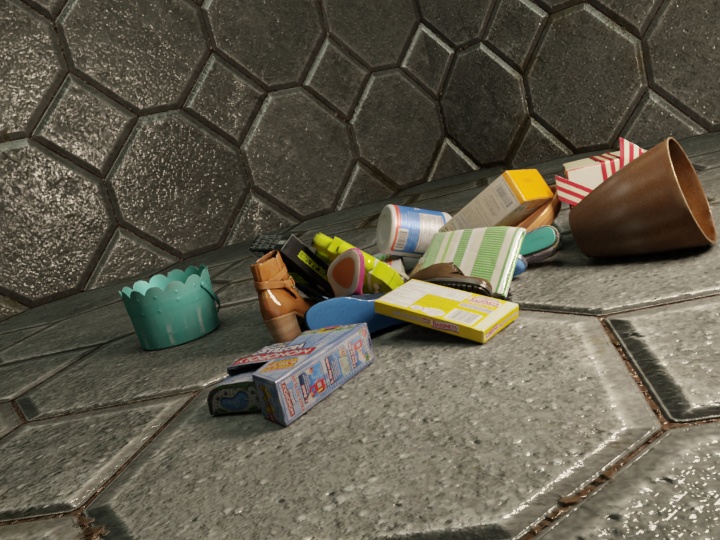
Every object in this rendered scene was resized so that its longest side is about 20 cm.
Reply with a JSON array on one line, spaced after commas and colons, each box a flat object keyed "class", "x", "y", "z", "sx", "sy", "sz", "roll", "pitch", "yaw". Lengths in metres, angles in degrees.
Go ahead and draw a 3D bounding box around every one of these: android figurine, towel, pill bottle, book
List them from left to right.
[{"class": "android figurine", "x": 0.000, "y": 0.000, "z": 1.224, "sx": 0.041, "sy": 0.199, "sz": 0.182, "roll": -57, "pitch": -8, "yaw": -14}, {"class": "book", "x": 0.033, "y": 0.008, "z": 1.471, "sx": 0.133, "sy": 0.048, "sz": 0.200, "roll": -15, "pitch": 14, "yaw": 6}, {"class": "pill bottle", "x": 0.145, "y": -0.081, "z": 1.472, "sx": 0.199, "sy": 0.113, "sz": 0.112, "roll": 7, "pitch": 4, "yaw": -18}, {"class": "towel", "x": 0.193, "y": -0.012, "z": 1.177, "sx": 0.199, "sy": 0.023, "sz": 0.153, "roll": -4, "pitch": 54, "yaw": 45}]

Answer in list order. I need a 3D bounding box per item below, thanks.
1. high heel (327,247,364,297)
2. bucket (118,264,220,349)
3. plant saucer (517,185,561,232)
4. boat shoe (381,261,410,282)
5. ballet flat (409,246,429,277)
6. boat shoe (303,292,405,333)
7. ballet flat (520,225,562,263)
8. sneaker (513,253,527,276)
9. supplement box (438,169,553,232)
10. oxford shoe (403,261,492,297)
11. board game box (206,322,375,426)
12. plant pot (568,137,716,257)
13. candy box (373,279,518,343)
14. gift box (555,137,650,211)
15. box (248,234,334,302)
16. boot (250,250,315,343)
[{"class": "high heel", "x": -0.008, "y": 0.020, "z": 1.157, "sx": 0.067, "sy": 0.201, "sz": 0.096, "roll": 39, "pitch": 49, "yaw": 24}, {"class": "bucket", "x": -0.411, "y": 0.079, "z": 1.434, "sx": 0.206, "sy": 0.136, "sz": 0.207, "roll": -13, "pitch": 11, "yaw": 3}, {"class": "plant saucer", "x": 0.349, "y": -0.095, "z": 1.371, "sx": 0.200, "sy": 0.037, "sz": 0.200, "roll": -46, "pitch": 6, "yaw": 6}, {"class": "boat shoe", "x": 0.019, "y": 0.013, "z": 1.341, "sx": 0.199, "sy": 0.063, "sz": 0.073, "roll": 19, "pitch": -13, "yaw": 34}, {"class": "ballet flat", "x": 0.174, "y": -0.029, "z": 1.394, "sx": 0.199, "sy": 0.066, "sz": 0.070, "roll": -22, "pitch": 11, "yaw": -34}, {"class": "boat shoe", "x": -0.001, "y": 0.080, "z": 1.089, "sx": 0.199, "sy": 0.085, "sz": 0.069, "roll": -1, "pitch": -2, "yaw": -21}, {"class": "ballet flat", "x": 0.297, "y": -0.031, "z": 1.269, "sx": 0.199, "sy": 0.072, "sz": 0.072, "roll": -17, "pitch": 8, "yaw": 31}, {"class": "sneaker", "x": 0.212, "y": 0.004, "z": 1.223, "sx": 0.199, "sy": 0.066, "sz": 0.079, "roll": 1, "pitch": 44, "yaw": 38}, {"class": "supplement box", "x": 0.270, "y": -0.113, "z": 1.312, "sx": 0.126, "sy": 0.074, "sz": 0.200, "roll": -13, "pitch": -23, "yaw": -47}, {"class": "oxford shoe", "x": 0.151, "y": 0.017, "z": 1.104, "sx": 0.085, "sy": 0.073, "sz": 0.199, "roll": -50, "pitch": 29, "yaw": -23}, {"class": "board game box", "x": -0.107, "y": 0.143, "z": 0.895, "sx": 0.199, "sy": 0.062, "sz": 0.200, "roll": -10, "pitch": 11, "yaw": 23}, {"class": "plant pot", "x": 0.473, "y": -0.099, "z": 1.130, "sx": 0.199, "sy": 0.188, "sz": 0.187, "roll": -25, "pitch": 2, "yaw": 36}, {"class": "candy box", "x": 0.127, "y": 0.058, "z": 0.995, "sx": 0.199, "sy": 0.027, "sz": 0.102, "roll": 14, "pitch": 26, "yaw": 40}, {"class": "gift box", "x": 0.487, "y": -0.156, "z": 1.292, "sx": 0.183, "sy": 0.201, "sz": 0.187, "roll": -16, "pitch": 11, "yaw": 17}, {"class": "box", "x": -0.115, "y": 0.001, "z": 1.323, "sx": 0.048, "sy": 0.193, "sz": 0.200, "roll": -57, "pitch": 25, "yaw": -13}, {"class": "boot", "x": -0.144, "y": 0.038, "z": 1.222, "sx": 0.076, "sy": 0.156, "sz": 0.200, "roll": -16, "pitch": 10, "yaw": 20}]
